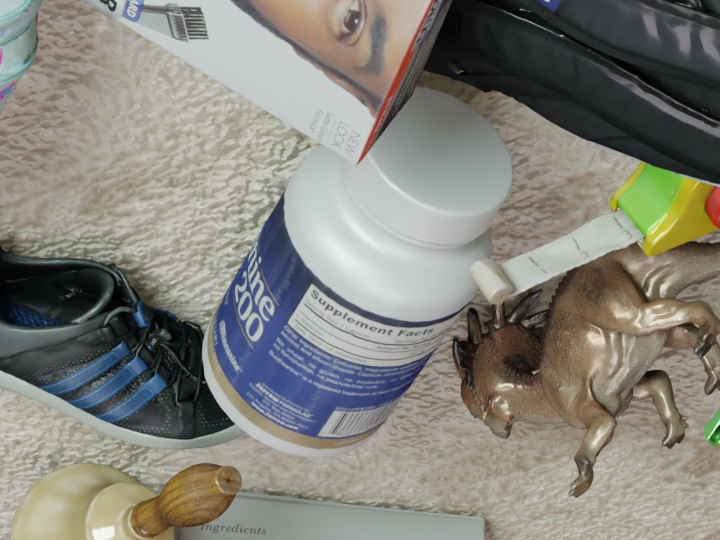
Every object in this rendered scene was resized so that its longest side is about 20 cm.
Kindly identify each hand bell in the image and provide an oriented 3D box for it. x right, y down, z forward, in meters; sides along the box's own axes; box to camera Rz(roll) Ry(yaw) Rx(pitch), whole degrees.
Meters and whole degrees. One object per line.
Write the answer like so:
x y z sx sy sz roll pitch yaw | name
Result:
-0.117 0.141 1.346 0.104 0.104 0.200 20 156 -23 | hand bell

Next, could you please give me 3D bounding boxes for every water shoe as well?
-0.137 0.041 1.283 0.200 0.072 0.079 15 142 -18 | water shoe

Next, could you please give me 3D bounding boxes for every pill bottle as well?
0.000 0.000 1.221 0.111 0.111 0.200 14 138 -17 | pill bottle

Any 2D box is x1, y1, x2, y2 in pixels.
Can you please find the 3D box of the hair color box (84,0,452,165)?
-0.058 -0.146 1.018 0.200 0.064 0.111 30 137 5 | hair color box

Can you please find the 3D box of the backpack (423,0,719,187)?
0.139 -0.121 1.049 0.200 0.154 0.163 35 135 15 | backpack

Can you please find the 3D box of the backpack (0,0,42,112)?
-0.244 -0.113 1.053 0.200 0.167 0.127 13 134 -26 | backpack

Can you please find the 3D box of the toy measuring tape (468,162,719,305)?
0.145 -0.043 1.172 0.200 0.074 0.074 -21 146 -22 | toy measuring tape

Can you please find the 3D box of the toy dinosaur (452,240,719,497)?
0.126 0.032 1.293 0.200 0.136 0.086 -52 152 17 | toy dinosaur

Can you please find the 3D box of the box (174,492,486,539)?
-0.033 0.253 1.509 0.200 0.131 0.199 6 140 -9 | box

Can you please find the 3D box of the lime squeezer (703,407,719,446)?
0.253 0.012 1.275 0.038 0.071 0.200 40 121 -17 | lime squeezer
